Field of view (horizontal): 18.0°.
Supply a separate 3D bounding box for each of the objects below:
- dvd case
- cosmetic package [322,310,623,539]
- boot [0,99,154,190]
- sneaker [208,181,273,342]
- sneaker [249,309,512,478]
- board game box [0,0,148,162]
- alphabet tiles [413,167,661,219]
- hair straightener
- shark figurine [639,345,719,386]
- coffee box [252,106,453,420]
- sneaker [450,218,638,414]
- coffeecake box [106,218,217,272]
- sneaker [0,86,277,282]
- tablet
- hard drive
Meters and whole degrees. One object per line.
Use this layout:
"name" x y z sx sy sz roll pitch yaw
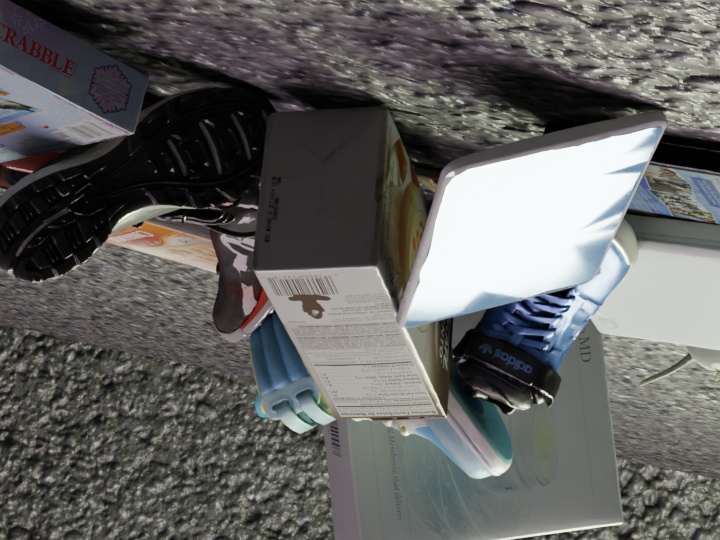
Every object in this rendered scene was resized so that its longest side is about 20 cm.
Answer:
"dvd case" 0.217 -0.047 1.316 0.200 0.018 0.143 11 171 21
"cosmetic package" 0.077 0.099 1.688 0.200 0.200 0.123 -7 180 -11
"boot" -0.235 -0.103 1.486 0.188 0.069 0.200 9 170 33
"sneaker" -0.073 -0.033 1.547 0.082 0.077 0.200 28 134 -2
"sneaker" 0.005 0.090 1.576 0.200 0.131 0.080 50 -167 11
"board game box" -0.262 -0.123 1.326 0.199 0.041 0.200 27 157 -38
"alphabet tiles" 0.142 -0.033 1.583 0.167 0.008 0.200 10 172 19
"hair straightener" -0.133 -0.056 1.466 0.200 0.041 0.077 7 162 -4
"shark figurine" 0.259 0.030 1.607 0.128 0.090 0.214 -20 -176 -7
"coffee box" 0.000 0.000 1.420 0.080 0.114 0.200 -3 150 14
"sneaker" 0.115 0.031 1.471 0.077 0.111 0.200 28 158 0
"coffeecake box" -0.118 -0.047 1.671 0.200 0.073 0.154 16 171 -21
"sneaker" -0.142 -0.061 1.391 0.200 0.074 0.079 -25 -164 -15
"tablet" 0.092 -0.026 1.279 0.130 0.014 0.200 -14 156 -14
"hard drive" 0.230 0.012 1.496 0.200 0.026 0.132 7 150 33
